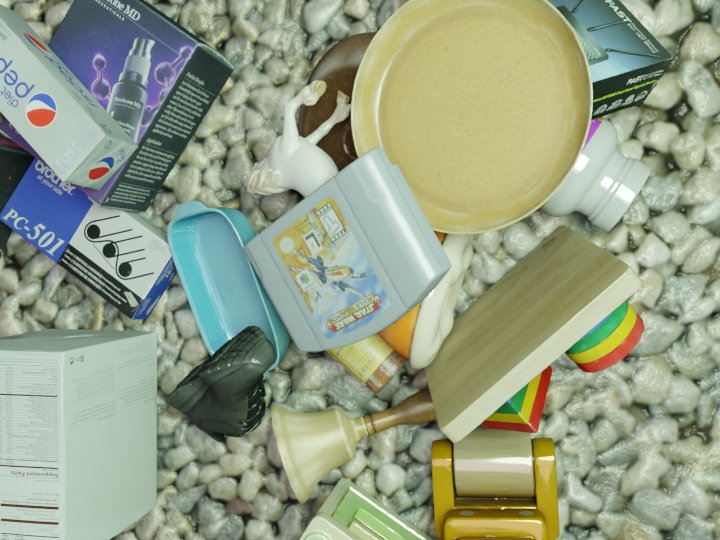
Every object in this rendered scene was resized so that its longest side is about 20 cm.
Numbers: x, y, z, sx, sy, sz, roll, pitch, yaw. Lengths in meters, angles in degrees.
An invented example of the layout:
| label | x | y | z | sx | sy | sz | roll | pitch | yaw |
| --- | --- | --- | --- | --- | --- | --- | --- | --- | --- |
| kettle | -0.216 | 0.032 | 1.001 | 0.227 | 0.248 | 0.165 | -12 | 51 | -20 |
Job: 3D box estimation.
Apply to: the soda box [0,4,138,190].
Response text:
| label | x | y | z | sx | sy | sz | roll | pitch | yaw |
| --- | --- | --- | --- | --- | --- | --- | --- | --- | --- |
| soda box | -0.313 | -0.172 | 0.728 | 0.063 | 0.068 | 0.200 | -44 | 83 | 7 |

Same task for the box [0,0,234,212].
| label | x | y | z | sx | sy | sz | roll | pitch | yaw |
| --- | --- | --- | --- | --- | --- | --- | --- | --- | --- |
| box | -0.258 | -0.186 | 0.805 | 0.147 | 0.104 | 0.201 | 34 | 97 | 9 |

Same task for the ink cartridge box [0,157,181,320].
| label | x | y | z | sx | sy | sz | roll | pitch | yaw |
| --- | --- | --- | --- | --- | --- | --- | --- | --- | --- |
| ink cartridge box | -0.301 | -0.040 | 0.846 | 0.199 | 0.044 | 0.094 | 36 | 95 | 8 |

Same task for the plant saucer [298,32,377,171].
| label | x | y | z | sx | sy | sz | roll | pitch | yaw |
| --- | --- | --- | --- | --- | --- | --- | --- | --- | --- |
| plant saucer | 0.006 | -0.130 | 0.742 | 0.199 | 0.037 | 0.202 | 16 | 117 | 34 |

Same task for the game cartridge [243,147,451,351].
| label | x | y | z | sx | sy | sz | roll | pitch | yaw |
| --- | --- | --- | --- | --- | --- | --- | --- | --- | --- |
| game cartridge | -0.017 | -0.004 | 0.662 | 0.199 | 0.041 | 0.134 | -31 | 84 | 44 |

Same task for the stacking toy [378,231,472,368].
| label | x | y | z | sx | sy | sz | roll | pitch | yaw |
| --- | --- | --- | --- | --- | --- | --- | --- | --- | --- |
| stacking toy | 0.000 | 0.000 | 0.735 | 0.198 | 0.146 | 0.147 | 17 | 94 | 13 |

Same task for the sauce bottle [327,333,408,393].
| label | x | y | z | sx | sy | sz | roll | pitch | yaw |
| --- | --- | --- | --- | --- | --- | --- | --- | --- | --- |
| sauce bottle | -0.036 | 0.041 | 0.788 | 0.200 | 0.066 | 0.066 | 43 | 98 | 5 |

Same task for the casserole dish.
| label | x | y | z | sx | sy | sz | roll | pitch | yaw |
| --- | --- | --- | --- | --- | --- | --- | --- | --- | --- |
| casserole dish | -0.134 | 0.019 | 0.788 | 0.120 | 0.039 | 0.202 | -8 | 104 | 42 |

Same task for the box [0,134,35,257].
| label | x | y | z | sx | sy | sz | roll | pitch | yaw |
| --- | --- | --- | --- | --- | --- | --- | --- | --- | --- |
| box | -0.467 | -0.065 | 0.836 | 0.105 | 0.122 | 0.201 | 25 | 96 | 9 |

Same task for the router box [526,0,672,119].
| label | x | y | z | sx | sy | sz | roll | pitch | yaw |
| --- | --- | --- | --- | --- | --- | --- | --- | --- | --- |
| router box | 0.162 | -0.224 | 0.685 | 0.149 | 0.062 | 0.201 | -21 | 66 | -27 |

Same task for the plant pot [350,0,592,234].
| label | x | y | z | sx | sy | sz | roll | pitch | yaw |
| --- | --- | --- | --- | --- | --- | --- | --- | --- | --- |
| plant pot | 0.087 | -0.131 | 0.609 | 0.198 | 0.027 | 0.202 | 2 | 95 | 23 |

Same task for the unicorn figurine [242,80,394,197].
| label | x | y | z | sx | sy | sz | roll | pitch | yaw |
| --- | --- | --- | --- | --- | --- | --- | --- | --- | --- |
| unicorn figurine | -0.045 | -0.103 | 0.714 | 0.138 | 0.074 | 0.200 | -54 | 50 | 17 |

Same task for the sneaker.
| label | x | y | z | sx | sy | sz | roll | pitch | yaw |
| --- | --- | --- | --- | --- | --- | --- | --- | --- | --- |
| sneaker | -0.126 | 0.122 | 0.766 | 0.091 | 0.200 | 0.076 | 48 | 54 | -3 |

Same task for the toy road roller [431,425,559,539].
| label | x | y | z | sx | sy | sz | roll | pitch | yaw |
| --- | --- | --- | --- | --- | --- | --- | --- | --- | --- |
| toy road roller | 0.131 | 0.259 | 0.720 | 0.122 | 0.146 | 0.202 | -3 | 91 | 10 |

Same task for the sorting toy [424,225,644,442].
| label | x | y | z | sx | sy | sz | roll | pitch | yaw |
| --- | --- | --- | --- | --- | --- | --- | --- | --- | --- |
| sorting toy | 0.158 | 0.066 | 0.693 | 0.200 | 0.199 | 0.070 | -42 | 100 | 9 |

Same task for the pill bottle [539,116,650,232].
| label | x | y | z | sx | sy | sz | roll | pitch | yaw |
| --- | --- | --- | --- | --- | --- | --- | --- | --- | --- |
| pill bottle | 0.175 | -0.123 | 0.726 | 0.199 | 0.104 | 0.105 | 34 | 97 | 8 |

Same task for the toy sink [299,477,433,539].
| label | x | y | z | sx | sy | sz | roll | pitch | yaw |
| --- | --- | --- | --- | --- | --- | --- | --- | --- | --- |
| toy sink | -0.009 | 0.301 | 0.721 | 0.130 | 0.200 | 0.113 | 32 | 97 | 9 |

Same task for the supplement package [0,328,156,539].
| label | x | y | z | sx | sy | sz | roll | pitch | yaw |
| --- | --- | --- | --- | --- | --- | --- | --- | --- | --- |
| supplement package | -0.318 | 0.171 | 0.779 | 0.146 | 0.191 | 0.202 | 0 | 91 | 11 |

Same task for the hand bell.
| label | x | y | z | sx | sy | sz | roll | pitch | yaw |
| --- | --- | --- | --- | --- | --- | --- | --- | --- | --- |
| hand bell | 0.016 | 0.159 | 0.781 | 0.198 | 0.104 | 0.105 | -19 | 88 | -1 |
